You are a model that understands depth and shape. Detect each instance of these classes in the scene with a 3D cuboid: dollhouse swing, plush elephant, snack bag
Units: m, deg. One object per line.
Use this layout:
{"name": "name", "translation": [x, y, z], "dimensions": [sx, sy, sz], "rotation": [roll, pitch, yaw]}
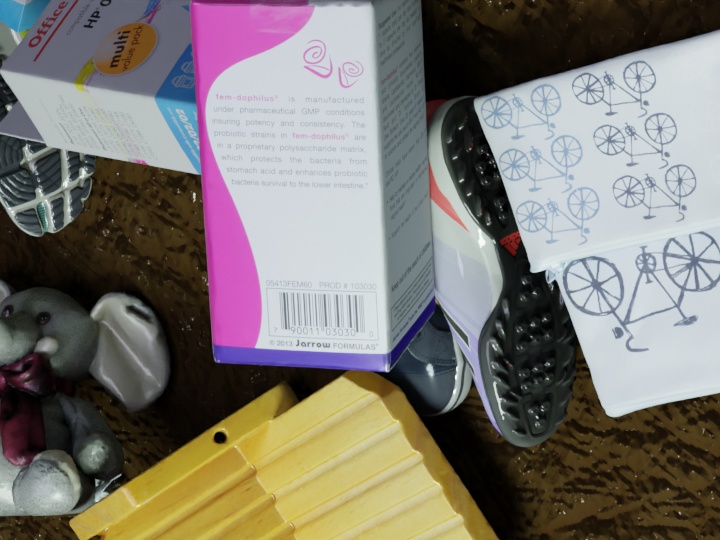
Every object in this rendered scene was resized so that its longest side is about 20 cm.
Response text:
{"name": "dollhouse swing", "translation": [-0.038, 0.180, 1.750], "dimensions": [0.200, 0.182, 0.176], "rotation": [57, 161, 0]}
{"name": "plush elephant", "translation": [-0.211, 0.076, 1.870], "dimensions": [0.165, 0.200, 0.155], "rotation": [-4, 85, 28]}
{"name": "snack bag", "translation": [0.168, -0.021, 1.572], "dimensions": [0.188, 0.021, 0.200], "rotation": [-13, 102, 36]}

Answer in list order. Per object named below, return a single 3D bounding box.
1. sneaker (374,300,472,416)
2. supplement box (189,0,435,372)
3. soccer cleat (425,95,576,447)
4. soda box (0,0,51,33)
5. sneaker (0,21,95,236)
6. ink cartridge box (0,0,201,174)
{"name": "sneaker", "translation": [0.000, 0.000, 1.698], "dimensions": [0.078, 0.079, 0.200], "rotation": [-7, 108, 41]}
{"name": "supplement box", "translation": [-0.023, -0.059, 1.577], "dimensions": [0.101, 0.103, 0.200], "rotation": [3, 110, 16]}
{"name": "soccer cleat", "translation": [0.065, 0.001, 1.657], "dimensions": [0.073, 0.068, 0.200], "rotation": [-3, 107, 52]}
{"name": "soda box", "translation": [-0.181, -0.243, 1.737], "dimensions": [0.064, 0.068, 0.200], "rotation": [35, 129, 22]}
{"name": "sneaker", "translation": [-0.225, -0.117, 1.849], "dimensions": [0.080, 0.077, 0.200], "rotation": [-18, 94, 63]}
{"name": "ink cartridge box", "translation": [-0.123, -0.126, 1.703], "dimensions": [0.200, 0.115, 0.068], "rotation": [11, 146, 36]}
